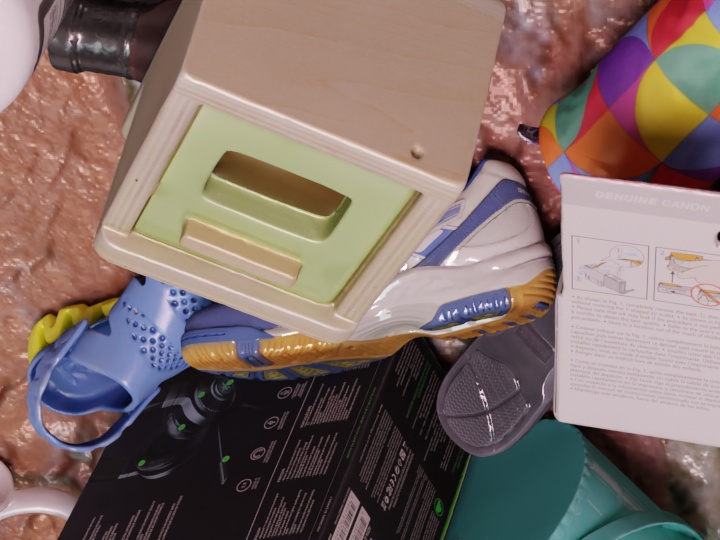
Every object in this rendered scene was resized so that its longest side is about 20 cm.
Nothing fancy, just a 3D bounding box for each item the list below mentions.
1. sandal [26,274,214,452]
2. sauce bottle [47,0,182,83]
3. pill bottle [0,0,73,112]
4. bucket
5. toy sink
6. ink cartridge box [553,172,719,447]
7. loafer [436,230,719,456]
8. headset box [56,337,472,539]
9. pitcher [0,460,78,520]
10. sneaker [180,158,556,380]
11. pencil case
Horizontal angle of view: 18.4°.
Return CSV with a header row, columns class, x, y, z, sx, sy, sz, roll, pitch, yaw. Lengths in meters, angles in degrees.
class,x,y,z,sx,sy,sz,roll,pitch,yaw
sandal,-0.115,0.040,1.213,0.079,0.087,0.200,41,125,-18
sauce bottle,-0.054,-0.103,1.093,0.198,0.066,0.066,8,130,9
pill bottle,-0.190,-0.136,1.013,0.115,0.201,0.116,7,130,9
bucket,0.092,0.190,1.210,0.207,0.208,0.135,-30,111,33
toy sink,-0.038,-0.050,1.002,0.130,0.113,0.200,22,148,-12
ink cartridge box,0.188,0.015,0.996,0.199,0.045,0.177,8,139,12
loafer,0.118,0.021,1.162,0.072,0.063,0.200,52,123,11
headset box,-0.060,0.130,1.204,0.199,0.175,0.093,-13,124,29
pitcher,-0.263,0.196,1.369,0.171,0.121,0.201,19,119,-9
sneaker,0.000,0.000,1.147,0.199,0.089,0.075,-13,167,10
pencil case,0.162,-0.100,1.024,0.088,0.089,0.200,35,128,-14
